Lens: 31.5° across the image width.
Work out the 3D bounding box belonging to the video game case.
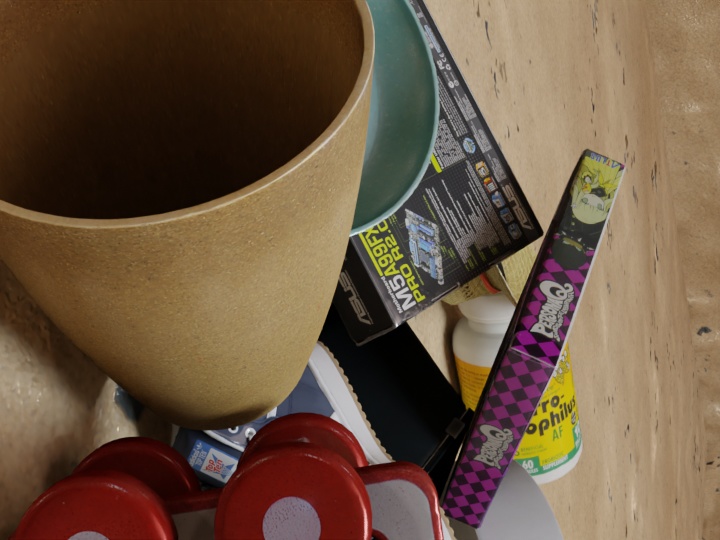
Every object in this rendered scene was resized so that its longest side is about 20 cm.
[{"bbox_3d":[0.114,0.049,0.856,0.201,0.035,0.182,104,10,-50],"label":"video game case"}]

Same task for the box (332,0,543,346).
[{"bbox_3d":[0.015,-0.077,0.810,0.159,0.044,0.202,-29,91,-41],"label":"box"}]

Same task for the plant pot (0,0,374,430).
[{"bbox_3d":[-0.080,-0.021,0.581,0.201,0.184,0.188,85,15,-48],"label":"plant pot"}]

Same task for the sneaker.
[{"bbox_3d":[-0.033,0.119,0.671,0.107,0.201,0.071,-3,134,-37],"label":"sneaker"}]

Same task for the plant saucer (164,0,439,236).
[{"bbox_3d":[-0.047,-0.109,0.724,0.198,0.036,0.203,9,72,-28],"label":"plant saucer"}]

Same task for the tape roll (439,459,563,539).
[{"bbox_3d":[0.089,0.243,0.956,0.200,0.065,0.203,174,-90,-70],"label":"tape roll"}]

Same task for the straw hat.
[{"bbox_3d":[0.088,-0.023,1.108,0.202,0.084,0.202,55,20,-32],"label":"straw hat"}]

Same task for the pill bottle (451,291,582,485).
[{"bbox_3d":[0.149,0.096,1.231,0.113,0.111,0.203,-55,138,-59],"label":"pill bottle"}]

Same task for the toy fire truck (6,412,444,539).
[{"bbox_3d":[-0.058,0.159,0.560,0.112,0.197,0.171,-117,-160,-88],"label":"toy fire truck"}]

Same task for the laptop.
[{"bbox_3d":[-0.023,0.136,0.826,0.187,0.115,0.201,-45,159,-39],"label":"laptop"}]
